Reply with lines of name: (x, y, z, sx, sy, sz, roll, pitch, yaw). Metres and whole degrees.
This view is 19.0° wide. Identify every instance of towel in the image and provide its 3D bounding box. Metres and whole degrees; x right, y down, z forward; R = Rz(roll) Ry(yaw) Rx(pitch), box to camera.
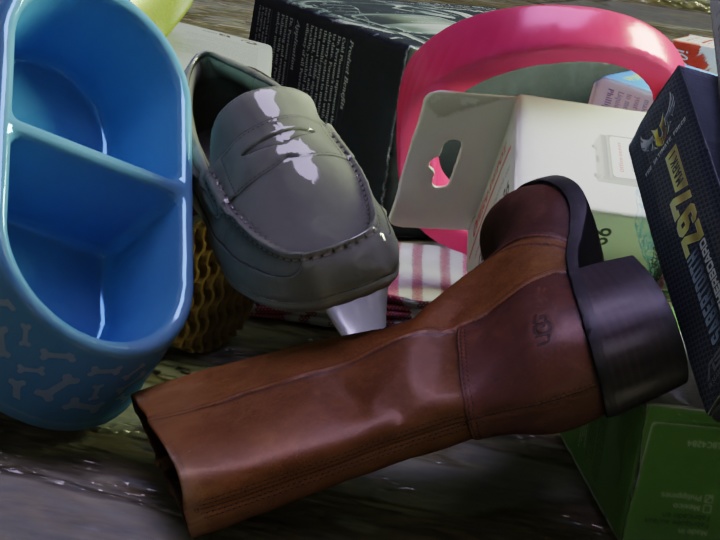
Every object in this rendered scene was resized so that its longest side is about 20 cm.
towel: (0.031, 0.004, 1.137, 0.199, 0.030, 0.146, 7, 13, -3)

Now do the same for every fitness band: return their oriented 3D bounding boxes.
fitness band: (0.089, -0.061, 1.060, 0.143, 0.038, 0.200, 0, -29, 2)

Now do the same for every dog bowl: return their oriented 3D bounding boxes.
dog bowl: (-0.119, -0.035, 0.874, 0.111, 0.201, 0.050, 21, -40, -33)

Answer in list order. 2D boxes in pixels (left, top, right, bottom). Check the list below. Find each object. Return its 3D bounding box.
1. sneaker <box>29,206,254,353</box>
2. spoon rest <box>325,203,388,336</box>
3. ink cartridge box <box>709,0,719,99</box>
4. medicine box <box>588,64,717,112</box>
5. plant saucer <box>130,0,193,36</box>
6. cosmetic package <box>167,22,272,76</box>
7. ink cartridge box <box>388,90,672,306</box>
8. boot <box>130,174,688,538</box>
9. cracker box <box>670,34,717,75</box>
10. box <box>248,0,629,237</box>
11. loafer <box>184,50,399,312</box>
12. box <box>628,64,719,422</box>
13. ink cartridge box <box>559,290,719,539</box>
sneaker: (-0.122, -0.002, 0.971, 0.090, 0.075, 0.200, 22, 18, 28)
spoon rest: (0.000, 0.000, 1.008, 0.099, 0.061, 0.200, 36, 3, -46)
ink cartridge box: (0.216, -0.058, 0.807, 0.147, 0.086, 0.200, 19, 39, -11)
medicine box: (0.235, -0.040, 1.232, 0.199, 0.103, 0.182, 19, 14, 17)
plant saucer: (-0.157, -0.107, 1.224, 0.031, 0.200, 0.200, 42, 9, -10)
cosmetic package: (-0.095, -0.077, 1.236, 0.074, 0.102, 0.200, 13, 12, -4)
ink cartridge box: (0.118, -0.017, 1.022, 0.199, 0.117, 0.068, 8, 55, -5)
boot: (0.009, 0.036, 0.855, 0.199, 0.069, 0.188, -18, 27, -5)
cracker box: (0.282, -0.063, 1.341, 0.199, 0.134, 0.058, 12, 14, 19)
box: (0.053, -0.102, 1.395, 0.199, 0.124, 0.196, 0, 18, -32)
loafer: (-0.039, -0.040, 0.893, 0.070, 0.070, 0.200, -20, 26, -15)
box: (0.214, 0.007, 0.842, 0.199, 0.051, 0.158, 14, 40, -20)
ink cartridge box: (0.144, 0.059, 0.908, 0.103, 0.060, 0.200, 6, 13, -7)
